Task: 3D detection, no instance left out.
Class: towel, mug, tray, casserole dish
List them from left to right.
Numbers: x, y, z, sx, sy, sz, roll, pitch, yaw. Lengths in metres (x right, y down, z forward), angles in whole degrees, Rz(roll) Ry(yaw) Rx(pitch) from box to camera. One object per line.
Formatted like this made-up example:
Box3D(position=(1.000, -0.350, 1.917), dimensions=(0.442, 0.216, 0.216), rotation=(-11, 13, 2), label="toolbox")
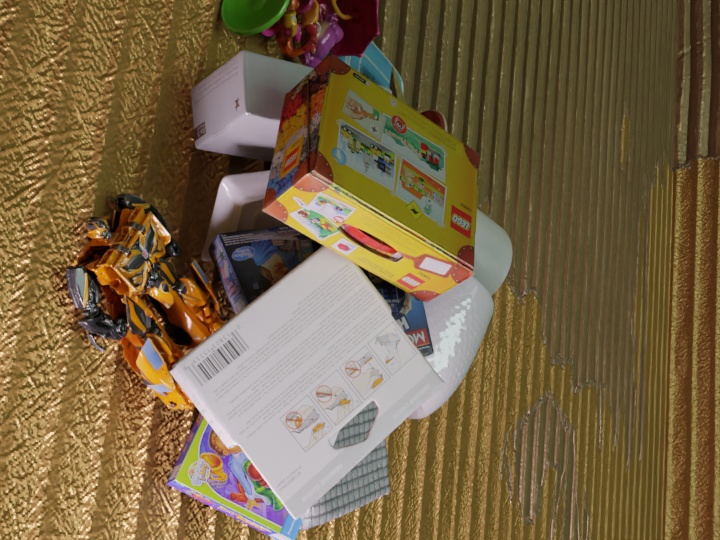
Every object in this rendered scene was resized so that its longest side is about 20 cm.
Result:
Box3D(position=(-0.069, -0.061, 1.079), dimensions=(0.198, 0.022, 0.108), rotation=(-12, 135, -38), label="tray")
Box3D(position=(-0.049, 0.192, 1.172), dimensions=(0.199, 0.084, 0.169), rotation=(-6, 92, -59), label="towel")
Box3D(position=(0.006, -0.243, 1.336), dimensions=(0.200, 0.038, 0.123), rotation=(36, 57, -54), label="casserole dish")
Box3D(position=(0.070, 0.081, 1.321), dimensions=(0.177, 0.146, 0.201), rotation=(-63, 146, -27), label="mug")
Box3D(position=(0.102, -0.051, 1.436), dimensions=(0.150, 0.186, 0.153), rotation=(-51, 132, -2), label="mug")

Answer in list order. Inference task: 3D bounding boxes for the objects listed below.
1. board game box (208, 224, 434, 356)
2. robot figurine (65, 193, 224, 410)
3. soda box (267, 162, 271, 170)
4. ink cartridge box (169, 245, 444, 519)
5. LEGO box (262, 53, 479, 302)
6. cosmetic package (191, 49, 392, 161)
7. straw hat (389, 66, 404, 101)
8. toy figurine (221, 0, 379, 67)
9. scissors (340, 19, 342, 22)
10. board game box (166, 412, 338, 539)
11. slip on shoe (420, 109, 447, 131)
Box3D(position=(-0.035, 0.055, 1.016), dimensions=(0.197, 0.062, 0.203), rotation=(-8, 80, -20), label="board game box")
Box3D(position=(-0.190, 0.027, 0.946), dimensions=(0.201, 0.057, 0.146), rotation=(63, 37, -38), label="robot figurine")
Box3D(position=(-0.055, -0.139, 1.194), dimensions=(0.071, 0.062, 0.202), rotation=(51, 45, -45), label="soda box")
Box3D(position=(-0.046, 0.097, 0.946), dimensions=(0.199, 0.044, 0.174), rotation=(-38, 91, -23), label="ink cartridge box")
Box3D(position=(0.018, -0.085, 0.975), dimensions=(0.198, 0.077, 0.151), rotation=(29, 50, -27), label="LEGO box")
Box3D(position=(-0.067, -0.161, 1.067), dimensions=(0.198, 0.101, 0.075), rotation=(8, 70, -41), label="cosmetic package")
Box3D(position=(0.028, -0.144, 1.280), dimensions=(0.201, 0.084, 0.204), rotation=(-15, 90, -82), label="straw hat")
Box3D(position=(-0.049, -0.297, 1.163), dimensions=(0.202, 0.149, 0.184), rotation=(-59, 149, -11), label="toy figurine")
Box3D(position=(-0.050, -0.372, 1.238), dimensions=(0.073, 0.014, 0.203), rotation=(-19, 97, -64), label="scissors")
Box3D(position=(-0.091, 0.150, 1.030), dimensions=(0.133, 0.045, 0.202), rotation=(29, 66, -12), label="board game box")
Box3D(position=(0.066, -0.166, 1.411), dimensions=(0.201, 0.073, 0.062), rotation=(-57, 132, -39), label="slip on shoe")
